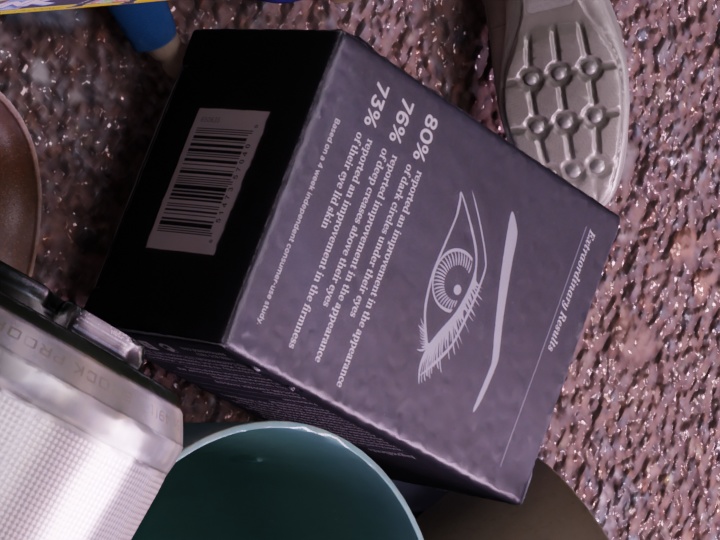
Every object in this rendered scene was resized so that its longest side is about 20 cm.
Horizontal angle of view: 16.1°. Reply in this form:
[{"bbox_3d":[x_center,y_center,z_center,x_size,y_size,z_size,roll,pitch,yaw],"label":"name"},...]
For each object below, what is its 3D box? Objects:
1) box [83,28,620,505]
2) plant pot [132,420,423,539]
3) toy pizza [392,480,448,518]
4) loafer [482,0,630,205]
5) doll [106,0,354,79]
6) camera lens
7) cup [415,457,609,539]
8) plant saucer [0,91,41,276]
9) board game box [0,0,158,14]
[{"bbox_3d":[0.000,0.000,1.127,0.200,0.104,0.148,32,73,-39],"label":"box"},{"bbox_3d":[-0.093,0.156,1.052,0.200,0.161,0.201,-2,94,-43],"label":"plant pot"},{"bbox_3d":[0.021,0.022,1.241,0.200,0.032,0.201,-4,96,-42],"label":"toy pizza"},{"bbox_3d":[0.096,-0.128,1.272,0.070,0.070,0.200,-42,124,-78],"label":"loafer"},{"bbox_3d":[-0.074,-0.153,1.128,0.200,0.048,0.137,0,102,-43],"label":"doll"},{"bbox_3d":[-0.168,0.088,0.888,0.160,0.160,0.200,34,84,-39],"label":"camera lens"},{"bbox_3d":[0.050,0.203,1.190,0.143,0.200,0.201,-22,109,-15],"label":"cup"},{"bbox_3d":[-0.202,0.010,0.985,0.200,0.032,0.200,-43,148,-36],"label":"plant saucer"},{"bbox_3d":[-0.131,-0.183,0.958,0.200,0.057,0.166,-13,86,-47],"label":"board game box"}]
